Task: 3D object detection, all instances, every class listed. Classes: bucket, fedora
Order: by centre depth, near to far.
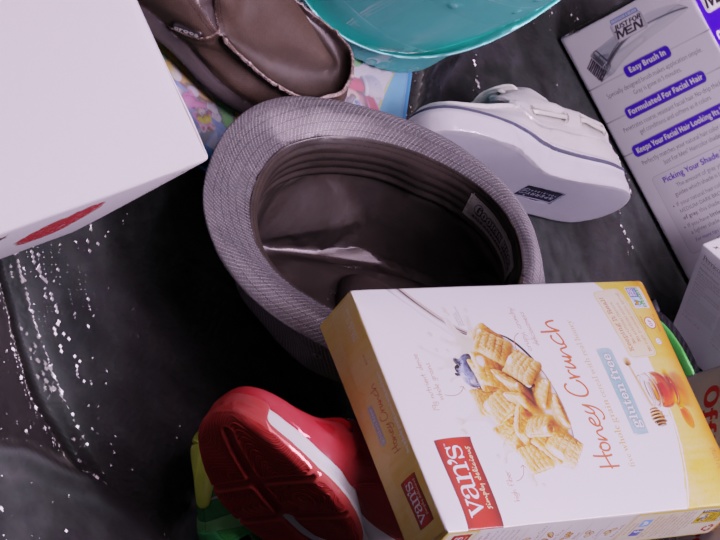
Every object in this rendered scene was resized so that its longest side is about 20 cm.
[{"bbox_3d":[0.000,0.000,1.644,0.200,0.090,0.177,16,49,-7],"label":"fedora"},{"bbox_3d":[0.039,-0.225,1.773,0.207,0.135,0.207,28,45,-32],"label":"bucket"}]

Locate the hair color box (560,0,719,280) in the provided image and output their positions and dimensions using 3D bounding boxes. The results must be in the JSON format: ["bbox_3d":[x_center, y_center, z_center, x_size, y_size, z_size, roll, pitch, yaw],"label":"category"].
[{"bbox_3d":[0.229,-0.093,1.933,0.065,0.109,0.200,-33,96,-48],"label":"hair color box"}]

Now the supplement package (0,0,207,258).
[{"bbox_3d":[-0.199,-0.065,1.477,0.200,0.121,0.120,-24,88,-48],"label":"supplement package"}]

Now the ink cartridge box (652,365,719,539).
[{"bbox_3d":[0.165,0.149,1.670,0.084,0.200,0.145,27,58,-32],"label":"ink cartridge box"}]

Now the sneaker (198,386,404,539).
[{"bbox_3d":[-0.004,0.092,1.542,0.200,0.078,0.116,49,48,-40],"label":"sneaker"}]

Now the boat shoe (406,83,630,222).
[{"bbox_3d":[0.093,-0.082,1.820,0.200,0.072,0.066,11,59,-44],"label":"boat shoe"}]

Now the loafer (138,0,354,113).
[{"bbox_3d":[-0.074,-0.148,1.656,0.200,0.071,0.073,30,51,-32],"label":"loafer"}]

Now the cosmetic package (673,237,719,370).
[{"bbox_3d":[0.287,0.065,1.854,0.051,0.083,0.200,-21,51,-37],"label":"cosmetic package"}]

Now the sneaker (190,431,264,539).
[{"bbox_3d":[-0.017,0.136,1.611,0.200,0.074,0.084,17,79,-38],"label":"sneaker"}]

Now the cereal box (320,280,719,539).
[{"bbox_3d":[0.089,0.075,1.533,0.200,0.040,0.144,-2,58,-37],"label":"cereal box"}]

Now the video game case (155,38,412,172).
[{"bbox_3d":[-0.054,-0.105,1.721,0.200,0.018,0.143,32,50,-31],"label":"video game case"}]

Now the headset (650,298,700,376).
[{"bbox_3d":[0.169,0.068,1.803,0.200,0.094,0.124,23,54,-50],"label":"headset"}]
